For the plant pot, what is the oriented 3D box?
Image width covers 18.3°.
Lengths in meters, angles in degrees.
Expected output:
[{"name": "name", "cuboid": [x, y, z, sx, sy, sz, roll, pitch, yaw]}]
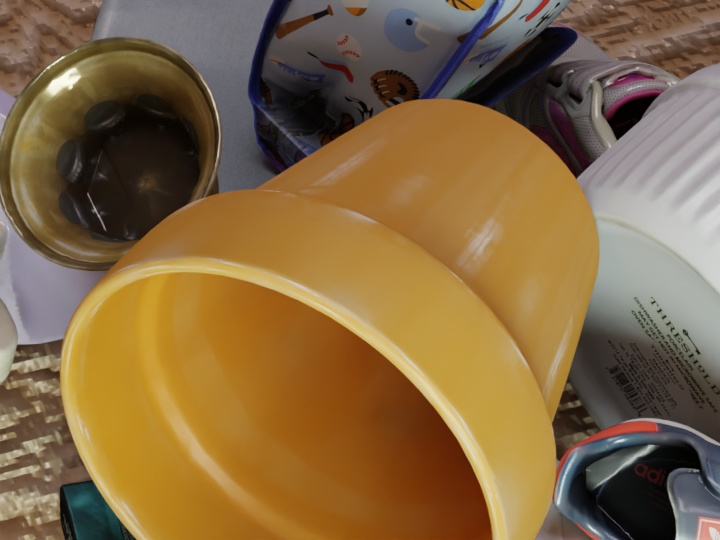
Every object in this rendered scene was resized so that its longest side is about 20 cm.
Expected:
[{"name": "plant pot", "cuboid": [0.008, 0.027, 0.927, 0.200, 0.201, 0.183, 22, 45, 18]}]

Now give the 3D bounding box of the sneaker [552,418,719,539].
[{"name": "sneaker", "cuboid": [0.165, 0.111, 0.890, 0.199, 0.075, 0.084, 14, 5, 34]}]

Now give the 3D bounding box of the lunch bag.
[{"name": "lunch bag", "cuboid": [0.042, -0.142, 1.122, 0.124, 0.200, 0.170, 45, 48, 6]}]

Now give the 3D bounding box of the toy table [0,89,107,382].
[{"name": "toy table", "cuboid": [-0.219, -0.016, 1.031, 0.199, 0.184, 0.117, 14, 27, 18]}]

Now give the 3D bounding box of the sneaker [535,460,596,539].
[{"name": "sneaker", "cuboid": [0.092, 0.152, 0.936, 0.088, 0.075, 0.200, 31, 32, -24]}]

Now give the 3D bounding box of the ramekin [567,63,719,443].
[{"name": "ramekin", "cuboid": [0.170, 0.018, 1.002, 0.105, 0.201, 0.200, -34, 55, -25]}]

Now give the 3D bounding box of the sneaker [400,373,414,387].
[{"name": "sneaker", "cuboid": [0.000, 0.000, 1.094, 0.087, 0.076, 0.200, 3, 43, 6]}]

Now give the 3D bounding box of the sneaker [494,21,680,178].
[{"name": "sneaker", "cuboid": [0.137, -0.079, 1.176, 0.081, 0.088, 0.200, -16, 47, -21]}]

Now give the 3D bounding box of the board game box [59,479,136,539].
[{"name": "board game box", "cuboid": [-0.042, 0.161, 0.946, 0.135, 0.028, 0.200, -8, 44, -15]}]

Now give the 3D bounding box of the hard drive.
[{"name": "hard drive", "cuboid": [-0.084, -0.085, 1.205, 0.139, 0.033, 0.200, 6, 43, 1]}]

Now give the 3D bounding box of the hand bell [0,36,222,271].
[{"name": "hand bell", "cuboid": [-0.078, -0.024, 1.036, 0.104, 0.200, 0.105, -5, 73, 17]}]
